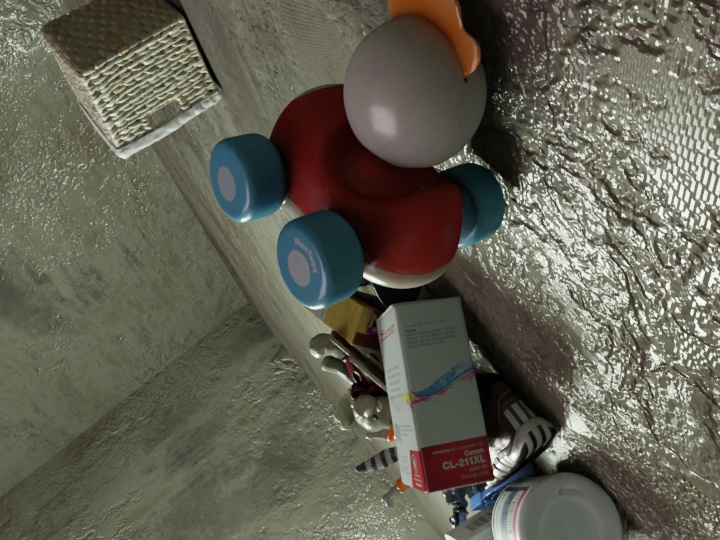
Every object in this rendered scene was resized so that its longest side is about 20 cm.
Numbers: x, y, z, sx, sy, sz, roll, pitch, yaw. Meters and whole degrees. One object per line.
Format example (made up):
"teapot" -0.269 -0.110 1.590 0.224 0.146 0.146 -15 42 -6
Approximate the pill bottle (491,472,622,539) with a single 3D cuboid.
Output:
"pill bottle" 0.223 0.308 0.871 0.120 0.119 0.200 50 168 11

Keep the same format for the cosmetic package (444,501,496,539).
"cosmetic package" 0.207 0.435 0.991 0.203 0.100 0.074 66 165 2

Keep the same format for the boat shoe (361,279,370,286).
"boat shoe" 0.000 0.000 0.985 0.073 0.067 0.199 58 165 -15

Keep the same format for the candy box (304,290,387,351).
"candy box" 0.007 0.068 1.041 0.115 0.058 0.200 18 -175 -25

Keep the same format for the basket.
"basket" -0.363 -0.326 1.146 0.200 0.197 0.162 43 161 37

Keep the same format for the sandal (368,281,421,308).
"sandal" 0.016 -0.031 0.833 0.201 0.075 0.048 50 176 -30

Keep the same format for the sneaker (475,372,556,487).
"sneaker" 0.168 0.185 0.884 0.116 0.075 0.201 55 160 23

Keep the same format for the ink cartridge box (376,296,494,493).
"ink cartridge box" 0.082 0.143 0.844 0.146 0.081 0.205 120 142 -77

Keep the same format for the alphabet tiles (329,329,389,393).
"alphabet tiles" 0.036 0.150 0.996 0.199 0.008 0.167 41 -179 -2

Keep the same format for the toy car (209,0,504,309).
"toy car" 0.018 -0.110 0.497 0.177 0.182 0.202 46 137 28

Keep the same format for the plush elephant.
"plush elephant" 0.015 0.195 1.213 0.200 0.161 0.158 45 -140 -57

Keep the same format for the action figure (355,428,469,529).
"action figure" 0.096 0.292 1.076 0.104 0.192 0.203 27 -138 -41

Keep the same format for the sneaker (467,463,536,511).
"sneaker" 0.195 0.293 1.053 0.201 0.068 0.079 113 152 -59
